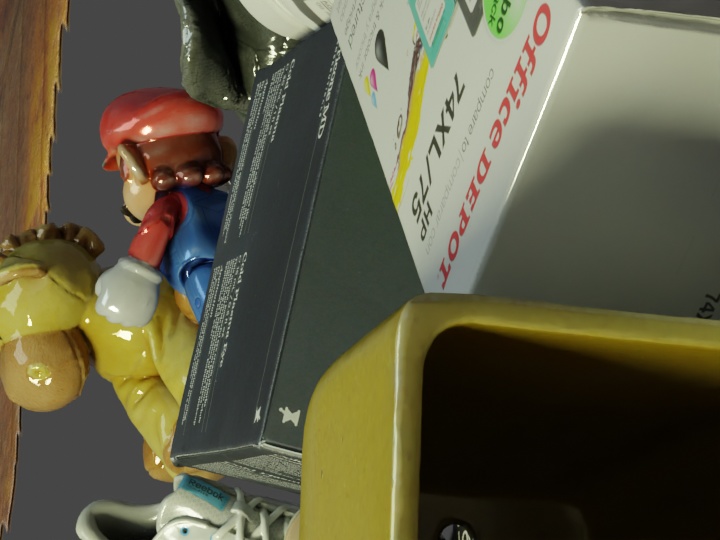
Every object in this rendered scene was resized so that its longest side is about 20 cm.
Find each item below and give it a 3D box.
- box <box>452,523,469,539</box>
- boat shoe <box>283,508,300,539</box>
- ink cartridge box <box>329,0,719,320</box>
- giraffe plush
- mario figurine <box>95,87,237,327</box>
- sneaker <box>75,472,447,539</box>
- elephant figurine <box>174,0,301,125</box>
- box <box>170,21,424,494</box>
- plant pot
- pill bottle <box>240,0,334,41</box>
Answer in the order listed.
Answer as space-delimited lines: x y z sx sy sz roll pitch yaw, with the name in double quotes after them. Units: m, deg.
0.081 0.137 1.000 0.143 0.036 0.202 130 143 -58 "box"
0.006 0.188 1.082 0.065 0.071 0.201 -137 28 -75 "boat shoe"
0.093 -0.082 0.860 0.201 0.145 0.147 -108 30 -48 "ink cartridge box"
-0.160 0.033 1.514 0.173 0.161 0.201 118 150 -48 "giraffe plush"
-0.097 -0.013 1.389 0.201 0.105 0.123 65 -172 23 "mario figurine"
-0.054 0.136 1.174 0.087 0.199 0.075 66 -151 -29 "sneaker"
-0.041 -0.133 1.318 0.141 0.155 0.202 3 99 38 "elephant figurine"
0.000 0.000 1.106 0.182 0.103 0.202 160 123 -73 "box"
0.067 0.123 0.810 0.200 0.194 0.196 158 116 -70 "plant pot"
0.022 -0.162 1.089 0.200 0.112 0.114 -4 81 60 "pill bottle"
